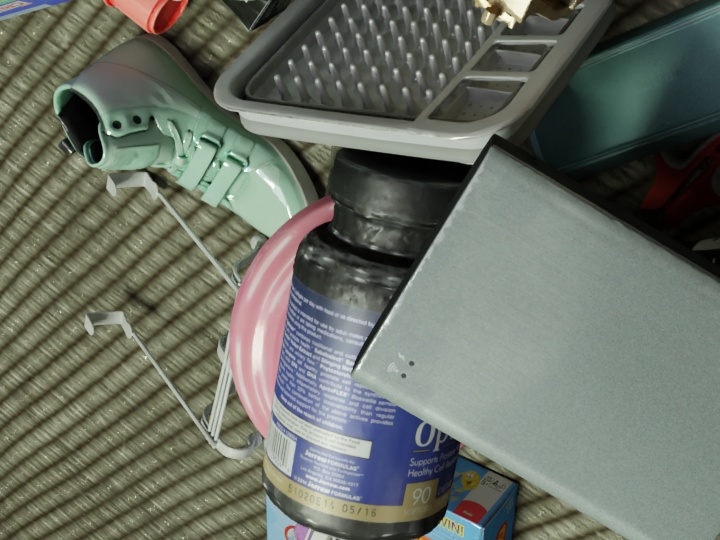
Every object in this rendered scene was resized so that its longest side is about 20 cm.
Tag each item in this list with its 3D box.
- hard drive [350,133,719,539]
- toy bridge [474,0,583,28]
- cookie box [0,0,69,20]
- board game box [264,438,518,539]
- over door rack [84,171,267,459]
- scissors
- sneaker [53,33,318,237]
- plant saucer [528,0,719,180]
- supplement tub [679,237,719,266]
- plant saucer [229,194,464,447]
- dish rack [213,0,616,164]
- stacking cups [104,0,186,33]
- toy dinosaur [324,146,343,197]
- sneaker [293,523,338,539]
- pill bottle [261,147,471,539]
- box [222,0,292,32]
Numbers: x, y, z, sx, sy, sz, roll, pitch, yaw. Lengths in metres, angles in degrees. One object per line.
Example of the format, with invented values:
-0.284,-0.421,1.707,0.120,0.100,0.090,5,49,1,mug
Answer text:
0.114,0.044,0.637,0.199,0.033,0.140,30,113,-3,hard drive
0.104,-0.154,0.612,0.027,0.200,0.067,35,135,12,toy bridge
-0.260,-0.266,0.845,0.170,0.075,0.202,-12,92,14,cookie box
0.018,0.216,1.022,0.199,0.056,0.197,22,128,28,board game box
-0.127,0.028,1.009,0.200,0.066,0.149,37,125,34,over door rack
0.169,-0.035,0.771,0.073,0.014,0.200,48,137,1,scissors
-0.126,-0.071,0.913,0.200,0.118,0.074,43,134,8,sneaker
0.166,-0.102,0.713,0.199,0.019,0.070,-18,90,44,plant saucer
0.174,0.047,0.732,0.199,0.122,0.123,-9,111,36,supplement tub
0.018,0.047,0.822,0.051,0.199,0.202,-130,23,-65,plant saucer
0.035,-0.118,0.721,0.199,0.172,0.044,12,139,34,dish rack
-0.206,-0.237,0.911,0.200,0.060,0.061,42,135,7,stacking cups
0.000,0.000,0.861,0.077,0.102,0.201,22,126,31,toy dinosaur
-0.023,0.131,0.935,0.114,0.202,0.073,15,166,36,sneaker
0.011,0.039,0.728,0.111,0.112,0.202,19,109,29,pill bottle
-0.065,-0.270,0.786,0.160,0.049,0.200,46,136,2,box
